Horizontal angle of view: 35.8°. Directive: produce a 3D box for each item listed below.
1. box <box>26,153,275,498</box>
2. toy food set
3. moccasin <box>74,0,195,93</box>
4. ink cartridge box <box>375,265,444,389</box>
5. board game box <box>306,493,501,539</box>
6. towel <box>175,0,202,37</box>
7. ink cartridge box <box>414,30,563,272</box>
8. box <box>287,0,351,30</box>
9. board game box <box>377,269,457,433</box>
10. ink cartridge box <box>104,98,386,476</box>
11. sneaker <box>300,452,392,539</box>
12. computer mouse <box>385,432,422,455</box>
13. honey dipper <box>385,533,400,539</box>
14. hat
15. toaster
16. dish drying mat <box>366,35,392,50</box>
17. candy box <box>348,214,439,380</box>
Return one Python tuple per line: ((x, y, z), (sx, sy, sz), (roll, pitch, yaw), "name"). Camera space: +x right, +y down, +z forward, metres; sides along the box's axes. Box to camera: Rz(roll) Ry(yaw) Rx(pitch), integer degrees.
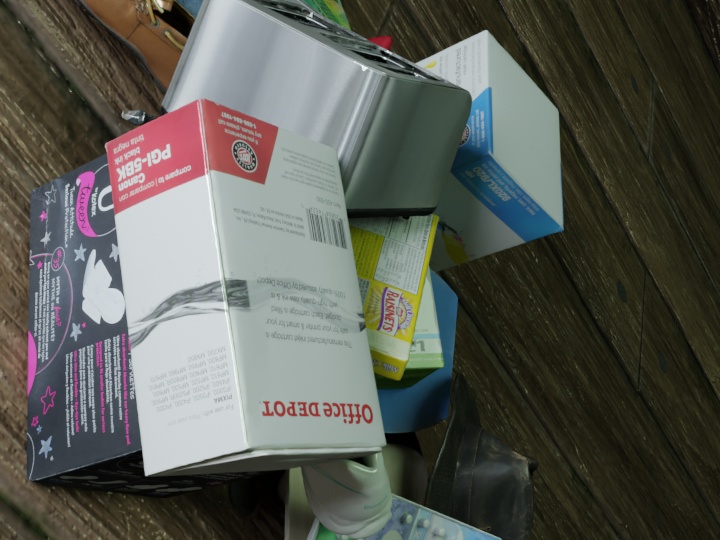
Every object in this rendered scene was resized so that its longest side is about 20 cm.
((-0.136, 0.038, 0.747), (0.132, 0.114, 0.203), (23, 56, -52), "box")
((-0.016, 0.231, 0.887), (0.142, 0.060, 0.203), (14, 67, -36), "toy food set")
((-0.165, -0.209, 0.853), (0.202, 0.077, 0.074), (50, 19, -33), "moccasin")
((-0.022, -0.005, 0.932), (0.146, 0.076, 0.203), (0, 72, -22), "ink cartridge box")
((0.020, 0.277, 0.835), (0.199, 0.026, 0.202), (29, 77, -37), "board game box")
((-0.114, -0.203, 0.976), (0.201, 0.048, 0.112), (57, 34, -25), "towel")
((0.077, -0.103, 1.087), (0.144, 0.198, 0.149), (35, 47, -42), "ink cartridge box")
((-0.079, -0.315, 1.057), (0.144, 0.036, 0.202), (19, 49, -62), "box")
((0.005, 0.064, 1.001), (0.156, 0.039, 0.202), (16, 50, -9), "board game box")
((-0.068, 0.018, 0.675), (0.146, 0.082, 0.203), (13, 63, -57), "ink cartridge box")
((-0.039, 0.088, 0.785), (0.070, 0.081, 0.200), (-27, 58, -25), "sneaker")
((0.025, 0.234, 0.986), (0.140, 0.046, 0.202), (-42, 115, -52), "computer mouse")
((-0.052, 0.211, 0.805), (0.198, 0.038, 0.039), (2, 72, -36), "honey dipper")
((0.113, 0.193, 0.963), (0.200, 0.080, 0.204), (5, 90, -73), "hat")
((-0.037, -0.123, 0.845), (0.199, 0.180, 0.120), (-6, 123, -59), "toaster")
((-0.025, -0.167, 1.079), (0.201, 0.076, 0.018), (-69, 148, -47), "dish drying mat")
((0.000, 0.000, 0.856), (0.101, 0.027, 0.201), (20, 34, -2), "candy box")
